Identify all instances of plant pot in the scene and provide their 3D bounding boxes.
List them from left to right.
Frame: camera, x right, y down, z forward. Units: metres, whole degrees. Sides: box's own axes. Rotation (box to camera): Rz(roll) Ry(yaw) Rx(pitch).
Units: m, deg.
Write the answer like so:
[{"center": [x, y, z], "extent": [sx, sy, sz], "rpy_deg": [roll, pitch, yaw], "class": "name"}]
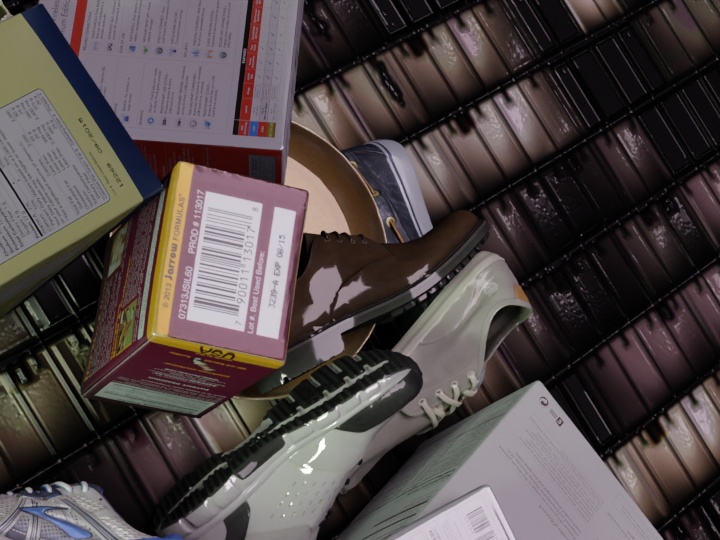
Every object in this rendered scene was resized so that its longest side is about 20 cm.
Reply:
[{"center": [-0.078, -0.009, 1.528], "extent": [0.199, 0.027, 0.202], "rpy_deg": [4, 78, -20], "class": "plant pot"}]

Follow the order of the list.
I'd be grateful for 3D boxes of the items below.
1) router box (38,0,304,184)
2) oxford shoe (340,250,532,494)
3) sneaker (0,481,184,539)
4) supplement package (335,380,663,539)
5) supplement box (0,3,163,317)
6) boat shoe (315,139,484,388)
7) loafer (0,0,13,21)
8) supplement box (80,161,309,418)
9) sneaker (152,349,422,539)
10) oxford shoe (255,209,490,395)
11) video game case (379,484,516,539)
[{"center": [-0.131, -0.159, 1.522], "extent": [0.178, 0.049, 0.201], "rpy_deg": [5, 60, 1], "class": "router box"}, {"center": [0.048, 0.076, 1.538], "extent": [0.058, 0.075, 0.200], "rpy_deg": [37, 81, 17], "class": "oxford shoe"}, {"center": [-0.193, 0.165, 1.344], "extent": [0.199, 0.077, 0.085], "rpy_deg": [23, 44, -11], "class": "sneaker"}, {"center": [0.086, 0.222, 1.492], "extent": [0.192, 0.147, 0.200], "rpy_deg": [51, 47, -4], "class": "supplement package"}, {"center": [-0.264, -0.025, 1.305], "extent": [0.200, 0.200, 0.135], "rpy_deg": [-34, 90, -44], "class": "supplement box"}, {"center": [0.014, 0.005, 1.608], "extent": [0.090, 0.071, 0.201], "rpy_deg": [-14, 74, -33], "class": "boat shoe"}, {"center": [-0.238, -0.121, 1.430], "extent": [0.075, 0.068, 0.200], "rpy_deg": [-31, 66, -12], "class": "loafer"}, {"center": [-0.106, 0.017, 1.389], "extent": [0.085, 0.200, 0.111], "rpy_deg": [13, 73, -16], "class": "supplement box"}, {"center": [-0.037, 0.129, 1.452], "extent": [0.080, 0.200, 0.074], "rpy_deg": [52, 1, -17], "class": "sneaker"}, {"center": [0.000, 0.000, 1.502], "extent": [0.199, 0.073, 0.085], "rpy_deg": [-29, 87, -23], "class": "oxford shoe"}, {"center": [0.028, 0.236, 1.345], "extent": [0.199, 0.018, 0.144], "rpy_deg": [-25, 88, -27], "class": "video game case"}]
